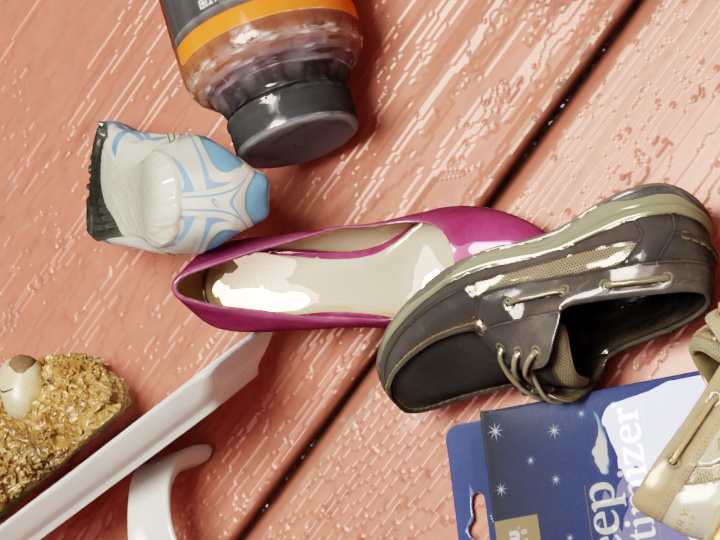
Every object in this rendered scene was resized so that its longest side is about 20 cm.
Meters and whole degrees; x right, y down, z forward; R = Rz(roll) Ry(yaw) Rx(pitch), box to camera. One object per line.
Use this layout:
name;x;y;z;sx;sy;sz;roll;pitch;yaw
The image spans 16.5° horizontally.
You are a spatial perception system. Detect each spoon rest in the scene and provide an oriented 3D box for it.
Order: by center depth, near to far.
spoon rest;-0.093;0.196;1.382;0.099;0.061;0.201;-22;73;24

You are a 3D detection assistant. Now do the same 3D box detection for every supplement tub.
supplement tub;-0.062;-0.161;1.388;0.107;0.107;0.201;-23;73;24

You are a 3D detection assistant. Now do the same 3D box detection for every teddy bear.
teddy bear;-0.224;0.116;1.426;0.200;0.145;0.067;-41;91;23

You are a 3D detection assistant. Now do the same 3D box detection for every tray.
tray;-0.131;0.101;1.389;0.200;0.107;0.022;-37;90;24

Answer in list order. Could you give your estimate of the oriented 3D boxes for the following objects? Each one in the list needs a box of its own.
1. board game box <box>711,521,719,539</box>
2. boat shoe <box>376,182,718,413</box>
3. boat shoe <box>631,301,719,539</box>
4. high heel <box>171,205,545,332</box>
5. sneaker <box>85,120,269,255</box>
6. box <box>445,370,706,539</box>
board game box;0.271;0.140;1.098;0.199;0.200;0.201;27;96;18
boat shoe;0.094;0.027;1.285;0.200;0.074;0.074;-30;45;22
boat shoe;0.193;0.039;1.206;0.064;0.071;0.200;23;64;9
high heel;0.000;0.000;1.332;0.199;0.096;0.068;0;92;25
sneaker;-0.108;-0.045;1.389;0.200;0.072;0.072;-159;74;-66
box;0.134;0.122;1.287;0.199;0.032;0.122;-13;77;27
